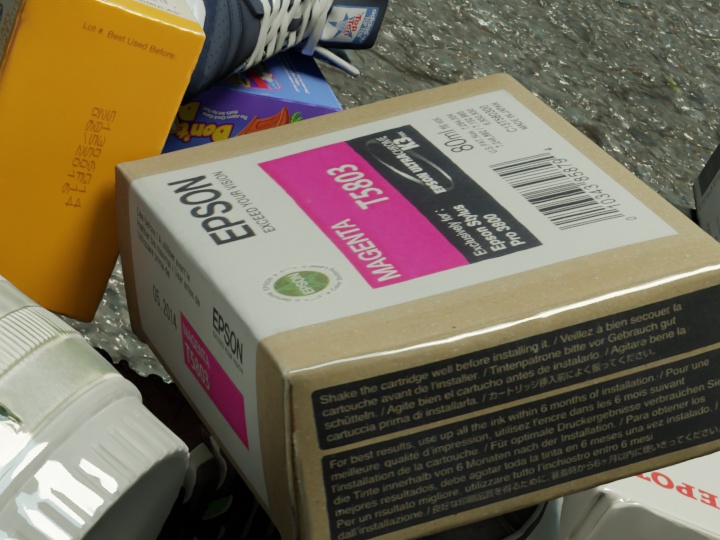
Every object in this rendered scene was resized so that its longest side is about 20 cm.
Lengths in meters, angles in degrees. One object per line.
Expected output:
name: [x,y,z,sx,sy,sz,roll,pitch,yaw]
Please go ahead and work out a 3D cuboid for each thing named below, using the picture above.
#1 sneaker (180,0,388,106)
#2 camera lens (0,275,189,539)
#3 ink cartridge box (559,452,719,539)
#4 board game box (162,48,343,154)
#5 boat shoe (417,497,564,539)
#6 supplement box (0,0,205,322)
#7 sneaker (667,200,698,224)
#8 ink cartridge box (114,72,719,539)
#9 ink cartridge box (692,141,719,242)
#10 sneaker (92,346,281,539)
sneaker: [-0.040,-0.118,1.155,0.108,0.070,0.200,23,28,-8]
camera lens: [-0.174,0.055,0.776,0.199,0.161,0.160,35,30,8]
ink cartridge box: [0.135,0.086,1.078,0.145,0.085,0.201,23,30,-15]
board game box: [-0.105,-0.132,1.233,0.134,0.045,0.201,8,36,-33]
boat shoe: [0.043,0.053,0.946,0.071,0.068,0.200,-10,17,12]
supplement box: [-0.134,-0.081,1.008,0.073,0.127,0.200,17,17,-21]
sneaker: [0.180,0.015,1.251,0.199,0.060,0.104,5,33,-42]
ink cartridge box: [0.019,0.009,0.876,0.164,0.076,0.200,-14,27,-17]
ink cartridge box: [0.247,0.008,1.210,0.173,0.044,0.200,32,15,-3]
sneaker: [-0.076,0.050,0.961,0.115,0.076,0.199,42,32,26]
